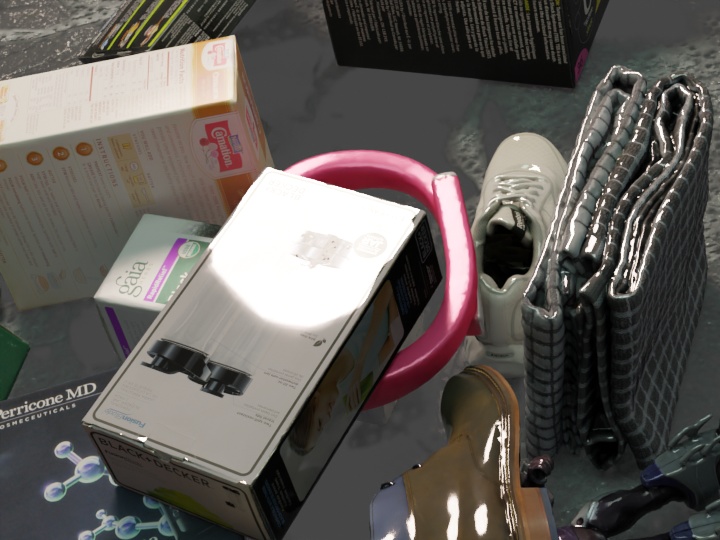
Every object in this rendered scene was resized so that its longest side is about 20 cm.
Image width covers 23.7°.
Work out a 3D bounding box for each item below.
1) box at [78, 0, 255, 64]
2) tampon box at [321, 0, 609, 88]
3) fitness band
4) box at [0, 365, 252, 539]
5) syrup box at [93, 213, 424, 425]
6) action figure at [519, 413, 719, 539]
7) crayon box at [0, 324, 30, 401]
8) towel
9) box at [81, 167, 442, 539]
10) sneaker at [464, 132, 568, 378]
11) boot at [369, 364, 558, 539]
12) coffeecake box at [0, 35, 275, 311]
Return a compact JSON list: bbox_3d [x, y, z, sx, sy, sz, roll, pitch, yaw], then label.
[{"bbox_3d":[-0.116,-0.225,1.306,0.201,0.047,0.193,-53,24,-12],"label":"box"},{"bbox_3d":[0.084,-0.241,1.303,0.198,0.127,0.151,9,51,22],"label":"tampon box"},{"bbox_3d":[0.000,0.000,1.048,0.142,0.038,0.201,-10,47,4],"label":"fitness band"},{"bbox_3d":[-0.131,0.163,0.992,0.147,0.108,0.201,-16,45,0],"label":"box"},{"bbox_3d":[-0.065,0.030,1.119,0.198,0.082,0.079,10,51,22],"label":"syrup box"},{"bbox_3d":[0.133,0.151,0.961,0.198,0.070,0.131,-23,50,-2],"label":"action figure"},{"bbox_3d":[-0.286,0.132,1.057,0.125,0.051,0.201,-33,28,44],"label":"crayon box"},{"bbox_3d":[0.160,0.003,1.026,0.085,0.167,0.201,11,51,17],"label":"towel"},{"bbox_3d":[-0.051,0.043,0.962,0.116,0.060,0.201,15,55,27],"label":"box"},{"bbox_3d":[0.105,-0.027,1.129,0.074,0.082,0.201,-4,45,14],"label":"sneaker"},{"bbox_3d":[0.042,0.113,0.922,0.096,0.076,0.201,-4,27,-7],"label":"boot"},{"bbox_3d":[-0.163,-0.064,1.183,0.197,0.154,0.074,-10,45,5],"label":"coffeecake box"}]
